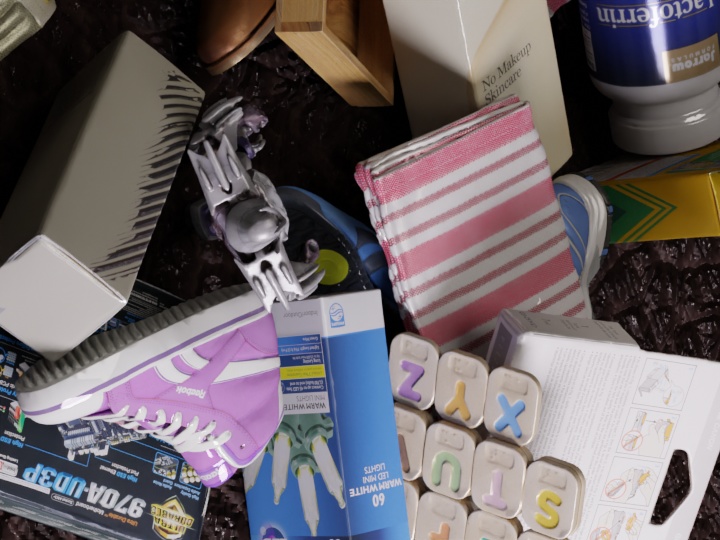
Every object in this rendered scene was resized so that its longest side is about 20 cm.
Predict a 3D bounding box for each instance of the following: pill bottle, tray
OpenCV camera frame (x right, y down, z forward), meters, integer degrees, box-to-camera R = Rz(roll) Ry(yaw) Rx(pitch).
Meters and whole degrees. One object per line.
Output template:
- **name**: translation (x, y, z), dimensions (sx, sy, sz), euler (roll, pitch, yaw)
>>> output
- **pill bottle**: translation (0.228, -0.199, 1.666), dimensions (0.116, 0.115, 0.202), euler (-36, 124, -40)
- **tray**: translation (-0.014, -0.182, 1.452), dimensions (0.200, 0.037, 0.100), euler (36, 55, -74)

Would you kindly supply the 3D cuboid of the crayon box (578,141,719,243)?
- **crayon box**: translation (0.253, -0.062, 1.647), dimensions (0.125, 0.199, 0.052), euler (-22, 102, -42)

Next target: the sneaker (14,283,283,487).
- **sneaker**: translation (-0.116, 0.085, 1.305), dimensions (0.200, 0.072, 0.115), euler (-19, 101, -44)

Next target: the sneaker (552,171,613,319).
- **sneaker**: translation (0.130, 0.028, 1.588), dimensions (0.077, 0.075, 0.202), euler (-14, 114, -43)

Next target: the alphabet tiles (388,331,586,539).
- **alphabet tiles**: translation (0.058, 0.148, 1.429), dimensions (0.015, 0.199, 0.197), euler (-17, 119, -52)

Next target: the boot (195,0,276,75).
- **boot**: translation (-0.110, -0.242, 1.414), dimensions (0.154, 0.073, 0.201), euler (38, 51, -35)

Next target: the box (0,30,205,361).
- **box**: translation (-0.161, -0.048, 1.283), dimensions (0.068, 0.082, 0.201), euler (38, 40, -21)

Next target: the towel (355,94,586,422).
- **towel**: translation (0.081, -0.004, 1.480), dimensions (0.146, 0.030, 0.202), euler (-26, 108, -30)

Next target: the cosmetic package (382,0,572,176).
- **cosmetic package**: translation (0.085, -0.147, 1.543), dimensions (0.104, 0.073, 0.201), euler (-44, 135, -35)

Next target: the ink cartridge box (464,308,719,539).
- **ink cartridge box**: translation (0.153, 0.134, 1.472), dimensions (0.175, 0.045, 0.202), euler (8, 111, -22)

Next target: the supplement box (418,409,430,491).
- **supplement box**: translation (0.103, 0.162, 1.566), dimensions (0.201, 0.073, 0.126), euler (54, 54, -25)

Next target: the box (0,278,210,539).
- **box**: translation (-0.171, 0.079, 1.332), dimensions (0.199, 0.046, 0.160), euler (25, 68, -40)

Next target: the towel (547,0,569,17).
- **towel**: translation (0.105, -0.246, 1.644), dimensions (0.200, 0.030, 0.147), euler (-42, 113, -38)

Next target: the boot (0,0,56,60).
- **boot**: translation (-0.233, -0.220, 1.290), dimensions (0.155, 0.072, 0.201), euler (50, 60, -27)

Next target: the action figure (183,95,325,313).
- **action figure**: translation (-0.071, -0.048, 1.337), dimensions (0.069, 0.200, 0.131), euler (-17, 106, -8)

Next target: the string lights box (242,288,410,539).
- **string lights box**: translation (-0.027, 0.118, 1.427), dimensions (0.059, 0.102, 0.202), euler (-7, 90, -44)

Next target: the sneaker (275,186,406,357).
- **sneaker**: translation (0.000, 0.000, 1.504), dimensions (0.200, 0.066, 0.079), euler (42, 32, -26)
